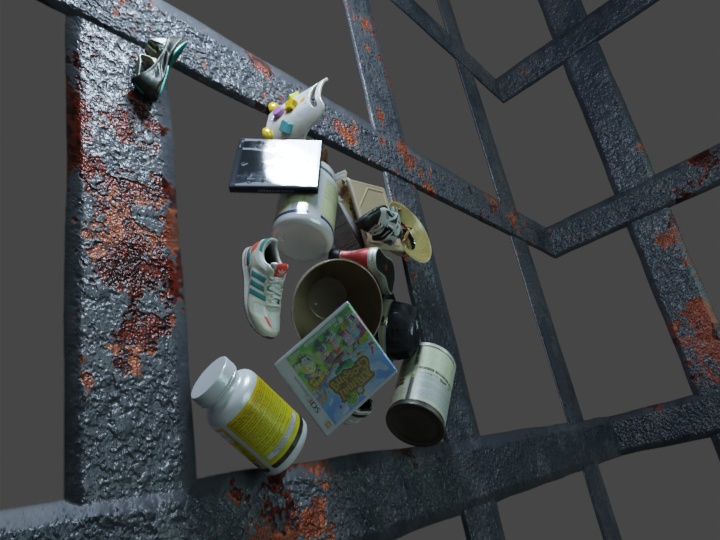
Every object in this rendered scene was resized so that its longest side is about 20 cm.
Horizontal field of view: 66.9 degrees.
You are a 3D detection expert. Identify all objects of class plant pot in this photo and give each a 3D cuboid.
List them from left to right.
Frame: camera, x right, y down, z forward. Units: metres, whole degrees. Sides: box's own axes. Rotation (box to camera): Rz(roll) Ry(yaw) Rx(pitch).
[{"bbox_3d":[-0.061,0.071,1.189,0.203,0.199,0.134,53,-7,-15],"label":"plant pot"}]

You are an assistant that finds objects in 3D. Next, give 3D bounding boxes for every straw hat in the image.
[{"bbox_3d":[0.116,-0.094,1.606,0.199,0.084,0.206,33,40,-33],"label":"straw hat"}]

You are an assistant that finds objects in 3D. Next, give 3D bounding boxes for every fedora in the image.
[{"bbox_3d":[0.100,0.151,1.360,0.200,0.088,0.209,0,90,-72],"label":"fedora"}]

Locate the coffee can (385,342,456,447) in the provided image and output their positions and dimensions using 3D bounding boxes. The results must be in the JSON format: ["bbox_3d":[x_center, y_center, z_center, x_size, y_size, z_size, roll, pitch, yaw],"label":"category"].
[{"bbox_3d":[0.153,0.302,1.343,0.147,0.144,0.202,49,36,-19],"label":"coffee can"}]

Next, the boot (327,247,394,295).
[{"bbox_3d":[0.000,0.000,1.286,0.200,0.139,0.075,50,45,-60],"label":"boot"}]

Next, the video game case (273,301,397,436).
[{"bbox_3d":[-0.048,0.200,1.114,0.184,0.198,0.022,53,-10,-7],"label":"video game case"}]

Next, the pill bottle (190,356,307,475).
[{"bbox_3d":[-0.191,0.246,0.937,0.201,0.111,0.114,49,36,-22],"label":"pill bottle"}]

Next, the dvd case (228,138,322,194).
[{"bbox_3d":[-0.185,-0.233,1.213,0.025,0.192,0.154,91,1,-54],"label":"dvd case"}]

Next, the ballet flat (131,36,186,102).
[{"bbox_3d":[-0.413,-0.432,1.116,0.067,0.067,0.205,30,45,-27],"label":"ballet flat"}]

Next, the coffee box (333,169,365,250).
[{"bbox_3d":[-0.041,-0.144,1.424,0.204,0.078,0.113,61,33,-5],"label":"coffee box"}]

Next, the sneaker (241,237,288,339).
[{"bbox_3d":[-0.186,0.030,1.101,0.069,0.092,0.207,13,59,-48],"label":"sneaker"}]

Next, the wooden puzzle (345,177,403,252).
[{"bbox_3d":[0.034,-0.138,1.428,0.198,0.036,0.191,7,64,-57],"label":"wooden puzzle"}]

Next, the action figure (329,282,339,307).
[{"bbox_3d":[-0.018,0.115,1.321,0.065,0.051,0.205,-32,98,-57],"label":"action figure"}]

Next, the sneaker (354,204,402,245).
[{"bbox_3d":[0.056,-0.105,1.327,0.198,0.073,0.091,-14,79,-60],"label":"sneaker"}]

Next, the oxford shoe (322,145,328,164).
[{"bbox_3d":[-0.103,-0.267,1.372,0.073,0.070,0.200,64,4,-8],"label":"oxford shoe"}]

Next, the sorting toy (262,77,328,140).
[{"bbox_3d":[-0.145,-0.392,1.353,0.106,0.177,0.205,34,43,-35],"label":"sorting toy"}]

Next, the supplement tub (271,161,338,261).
[{"bbox_3d":[-0.123,-0.141,1.253,0.144,0.143,0.205,36,43,-34],"label":"supplement tub"}]

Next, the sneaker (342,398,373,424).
[{"bbox_3d":[-0.045,0.236,1.169,0.202,0.086,0.076,52,37,-15],"label":"sneaker"}]
